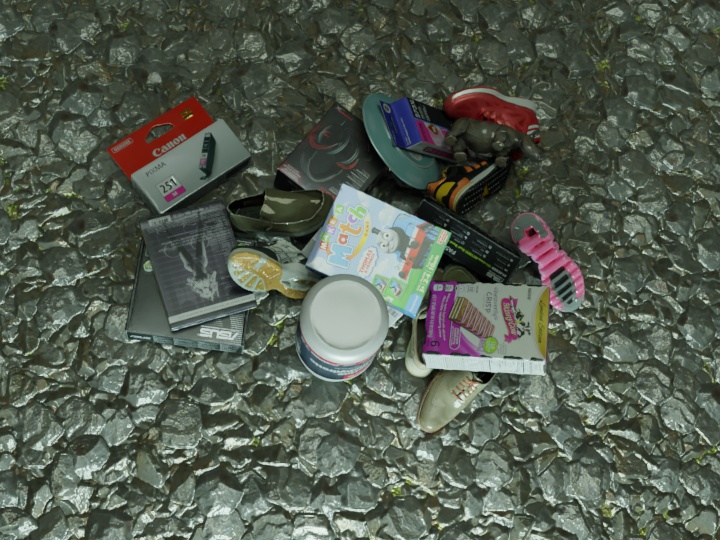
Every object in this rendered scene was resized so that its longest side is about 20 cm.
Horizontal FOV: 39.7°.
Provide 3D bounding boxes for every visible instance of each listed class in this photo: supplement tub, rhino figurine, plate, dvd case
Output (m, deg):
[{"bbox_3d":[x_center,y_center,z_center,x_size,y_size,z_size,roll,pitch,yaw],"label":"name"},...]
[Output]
[{"bbox_3d":[-0.034,0.098,1.600,0.138,0.200,0.142,2,72,-6],"label":"supplement tub"},{"bbox_3d":[0.249,-0.231,1.787,0.197,0.060,0.088,9,39,4],"label":"rhino figurine"},{"bbox_3d":[0.081,-0.238,1.789,0.199,0.025,0.202,34,39,-33],"label":"plate"},{"bbox_3d":[-0.271,-0.012,1.659,0.147,0.016,0.202,-15,71,-17],"label":"dvd case"}]

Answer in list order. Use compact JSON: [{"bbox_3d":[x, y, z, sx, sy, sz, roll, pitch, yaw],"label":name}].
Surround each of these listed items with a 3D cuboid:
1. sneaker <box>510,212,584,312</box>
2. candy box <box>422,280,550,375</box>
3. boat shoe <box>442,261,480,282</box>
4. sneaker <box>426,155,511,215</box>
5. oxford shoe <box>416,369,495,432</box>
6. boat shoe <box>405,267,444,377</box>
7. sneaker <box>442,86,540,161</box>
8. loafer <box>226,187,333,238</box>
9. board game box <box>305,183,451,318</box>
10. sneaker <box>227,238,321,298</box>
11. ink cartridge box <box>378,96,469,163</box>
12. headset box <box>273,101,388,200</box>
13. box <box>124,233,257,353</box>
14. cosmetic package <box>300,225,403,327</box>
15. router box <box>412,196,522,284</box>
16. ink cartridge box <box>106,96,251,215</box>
[{"bbox_3d":[0.337,-0.021,1.785,0.078,0.095,0.201,-29,98,10],"label":"sneaker"},{"bbox_3d":[0.206,0.092,1.619,0.197,0.061,0.138,2,62,11],"label":"candy box"},{"bbox_3d":[0.211,0.070,1.723,0.074,0.068,0.201,-29,98,12],"label":"boat shoe"},{"bbox_3d":[0.198,-0.172,1.807,0.089,0.071,0.200,29,41,24],"label":"sneaker"},{"bbox_3d":[0.168,0.187,1.655,0.070,0.075,0.200,40,85,-4],"label":"oxford shoe"},{"bbox_3d":[0.121,0.081,1.712,0.071,0.065,0.202,15,67,-3],"label":"boat shoe"},{"bbox_3d":[0.253,-0.269,1.845,0.198,0.079,0.117,0,58,-21],"label":"sneaker"},{"bbox_3d":[-0.141,-0.100,1.691,0.198,0.070,0.076,-11,55,18],"label":"loafer"},{"bbox_3d":[0.029,-0.032,1.633,0.198,0.037,0.153,24,82,5],"label":"board game box"},{"bbox_3d":[-0.152,-0.014,1.665,0.199,0.075,0.088,21,41,-48],"label":"sneaker"},{"bbox_3d":[0.117,-0.255,1.799,0.199,0.037,0.096,5,60,-48],"label":"ink cartridge box"},{"bbox_3d":[-0.049,-0.176,1.778,0.148,0.075,0.200,37,67,5],"label":"headset box"},{"bbox_3d":[-0.281,0.031,1.673,0.197,0.048,0.195,9,65,-6],"label":"box"},{"bbox_3d":[0.000,0.000,1.702,0.200,0.051,0.083,40,44,-3],"label":"cosmetic package"},{"bbox_3d":[0.180,-0.051,1.725,0.199,0.150,0.063,32,99,4],"label":"router box"},{"bbox_3d":[-0.322,-0.209,1.764,0.199,0.044,0.174,-36,80,-20],"label":"ink cartridge box"}]
